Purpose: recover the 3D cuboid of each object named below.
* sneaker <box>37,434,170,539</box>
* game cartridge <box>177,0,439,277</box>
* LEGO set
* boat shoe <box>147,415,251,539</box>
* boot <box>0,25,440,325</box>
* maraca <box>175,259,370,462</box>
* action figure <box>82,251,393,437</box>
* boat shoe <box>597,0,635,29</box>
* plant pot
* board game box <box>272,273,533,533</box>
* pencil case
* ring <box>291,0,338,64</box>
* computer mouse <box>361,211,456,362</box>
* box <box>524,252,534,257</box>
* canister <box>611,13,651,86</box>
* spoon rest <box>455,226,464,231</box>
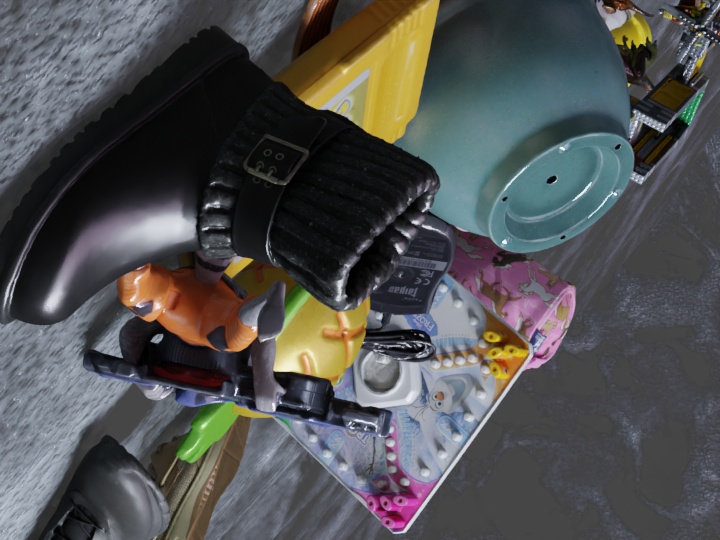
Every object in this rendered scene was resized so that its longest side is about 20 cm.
[{"bbox_3d":[-0.199,0.198,1.223,0.091,0.076,0.201,-35,158,-38],"label":"sneaker"},{"bbox_3d":[-0.035,-0.081,1.066,0.200,0.032,0.177,-39,165,-17],"label":"game cartridge"},{"bbox_3d":[0.206,-0.167,1.308,0.116,0.153,0.201,-42,164,-48],"label":"LEGO set"},{"bbox_3d":[-0.142,0.163,1.357,0.071,0.064,0.201,86,24,-60],"label":"boat shoe"},{"bbox_3d":[-0.073,-0.018,0.851,0.211,0.157,0.080,-48,168,-22],"label":"boot"},{"bbox_3d":[-0.067,0.060,1.230,0.200,0.107,0.137,-51,170,-6],"label":"maraca"},{"bbox_3d":[-0.069,0.032,1.023,0.194,0.199,0.105,96,8,-73],"label":"action figure"},{"bbox_3d":[0.179,-0.233,1.439,0.069,0.075,0.200,-53,158,11],"label":"boat shoe"},{"bbox_3d":[0.115,-0.099,1.210,0.199,0.135,0.201,-20,146,-14],"label":"plant pot"},{"bbox_3d":[0.018,0.086,1.432,0.201,0.200,0.026,-55,153,11],"label":"board game box"},{"bbox_3d":[0.090,0.009,1.479,0.087,0.199,0.083,-44,156,-37],"label":"pencil case"},{"bbox_3d":[0.025,-0.194,1.065,0.201,0.019,0.201,-50,169,-13],"label":"ring"},{"bbox_3d":[0.000,0.000,1.328,0.201,0.139,0.046,97,-2,-54],"label":"computer mouse"},{"bbox_3d":[0.124,-0.030,1.695,0.200,0.044,0.160,-50,-163,-12],"label":"box"},{"bbox_3d":[0.187,-0.177,1.584,0.149,0.086,0.200,-58,166,27],"label":"canister"},{"bbox_3d":[0.138,-0.078,1.425,0.200,0.061,0.100,-14,141,-59],"label":"spoon rest"}]
